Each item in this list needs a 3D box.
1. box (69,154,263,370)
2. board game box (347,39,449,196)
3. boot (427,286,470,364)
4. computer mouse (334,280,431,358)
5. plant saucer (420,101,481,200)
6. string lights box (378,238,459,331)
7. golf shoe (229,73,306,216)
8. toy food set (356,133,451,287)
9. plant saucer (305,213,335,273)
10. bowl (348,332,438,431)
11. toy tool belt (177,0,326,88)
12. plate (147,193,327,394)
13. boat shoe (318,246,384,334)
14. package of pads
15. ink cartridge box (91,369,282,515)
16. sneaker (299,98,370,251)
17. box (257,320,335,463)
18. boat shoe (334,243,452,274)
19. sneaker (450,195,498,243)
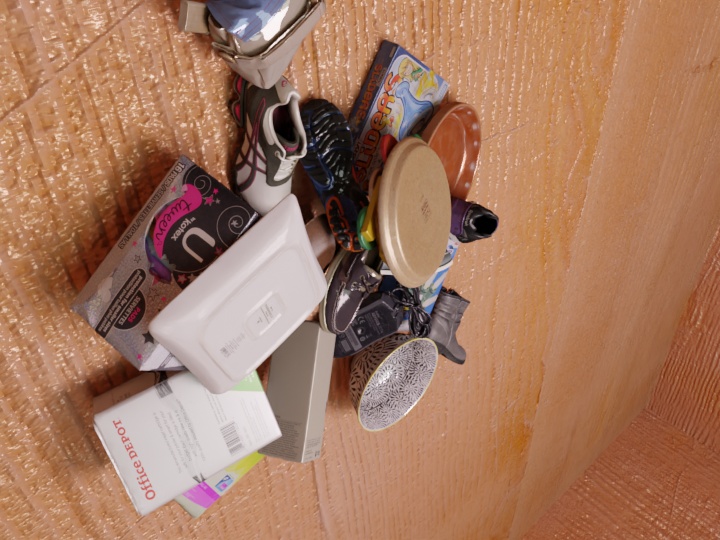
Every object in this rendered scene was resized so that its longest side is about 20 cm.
[{"bbox_3d":[-0.193,0.000,0.651,0.201,0.114,0.132,-54,168,-2],"label":"box"},{"bbox_3d":[0.040,-0.207,0.847,0.134,0.034,0.202,12,107,-50],"label":"board game box"},{"bbox_3d":[0.196,0.117,1.218,0.199,0.069,0.133,29,89,-56],"label":"boot"},{"bbox_3d":[0.014,0.081,0.974,0.197,0.053,0.140,-21,127,0],"label":"computer mouse"},{"bbox_3d":[0.131,-0.163,0.920,0.200,0.032,0.203,-35,136,-42],"label":"plant saucer"},{"bbox_3d":[0.099,0.007,1.040,0.102,0.059,0.203,4,112,-45],"label":"string lights box"},{"bbox_3d":[-0.108,-0.138,0.701,0.077,0.088,0.202,-28,135,-32],"label":"golf shoe"},{"bbox_3d":[0.066,-0.080,0.767,0.198,0.048,0.202,49,52,-48],"label":"toy food set"},{"bbox_3d":[-0.089,0.016,0.790,0.202,0.036,0.201,-55,174,-8],"label":"plant saucer"},{"bbox_3d":[0.043,0.186,1.079,0.199,0.094,0.203,-28,136,-31],"label":"bowl"},{"bbox_3d":[-0.093,-0.297,0.576,0.202,0.124,0.123,-59,150,3],"label":"toy tool belt"},{"bbox_3d":[-0.115,0.043,0.651,0.200,0.032,0.200,-45,154,-17],"label":"plate"},{"bbox_3d":[0.000,0.000,0.842,0.072,0.064,0.203,30,79,-53],"label":"boat shoe"},{"bbox_3d":[-0.216,0.259,0.882,0.199,0.068,0.156,-41,140,-20],"label":"package of pads"},{"bbox_3d":[-0.223,0.191,0.756,0.198,0.084,0.148,-25,106,-22],"label":"ink cartridge box"},{"bbox_3d":[-0.036,-0.123,0.766,0.074,0.078,0.203,-16,97,-5],"label":"sneaker"},{"bbox_3d":[-0.093,0.176,0.873,0.068,0.081,0.203,25,73,-67],"label":"box"},{"bbox_3d":[0.056,-0.029,0.925,0.197,0.073,0.063,-3,104,-14],"label":"boat shoe"},{"bbox_3d":[0.190,-0.072,0.954,0.199,0.087,0.077,3,107,-58],"label":"sneaker"}]
